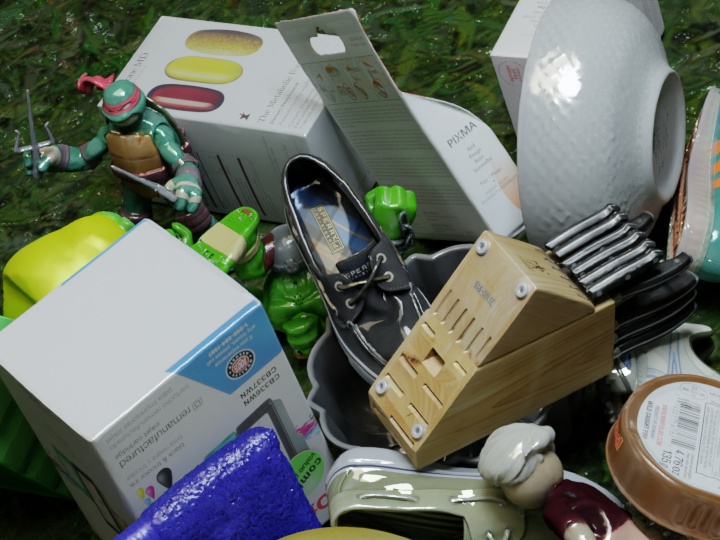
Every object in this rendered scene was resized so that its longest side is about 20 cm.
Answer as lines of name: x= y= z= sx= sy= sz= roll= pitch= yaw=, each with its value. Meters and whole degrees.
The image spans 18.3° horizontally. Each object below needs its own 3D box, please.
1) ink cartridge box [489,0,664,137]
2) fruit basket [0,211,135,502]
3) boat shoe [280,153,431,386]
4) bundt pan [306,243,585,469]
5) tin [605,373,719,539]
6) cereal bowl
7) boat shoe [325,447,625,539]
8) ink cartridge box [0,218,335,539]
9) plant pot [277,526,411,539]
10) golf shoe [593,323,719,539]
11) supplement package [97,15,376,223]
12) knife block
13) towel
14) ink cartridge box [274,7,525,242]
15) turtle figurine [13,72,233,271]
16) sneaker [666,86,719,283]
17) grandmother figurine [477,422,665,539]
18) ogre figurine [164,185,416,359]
ink cartridge box: x=0.161 y=-0.161 z=1.716 sx=0.067 sy=0.116 sz=0.201 roll=7 pitch=51 yaw=29
fruit basket: x=-0.241 y=0.047 z=1.603 sx=0.154 sy=0.216 sz=0.216 roll=6 pitch=51 yaw=27
boat shoe: x=0.000 y=0.000 z=1.522 sx=0.070 sy=0.066 sz=0.201 roll=-27 pitch=61 yaw=0
bundt pan: x=0.067 y=0.081 z=1.550 sx=0.200 sy=0.076 sz=0.203 roll=-12 pitch=44 yaw=12
tin: x=0.251 y=0.129 z=1.392 sx=0.198 sy=0.042 sz=0.112 roll=18 pitch=45 yaw=0
cereal bowl: x=0.180 y=-0.096 z=1.588 sx=0.083 sy=0.201 sz=0.201 roll=5 pitch=50 yaw=22
boat shoe: x=0.073 y=0.165 z=1.441 sx=0.198 sy=0.072 sz=0.062 roll=8 pitch=35 yaw=1
ink cartridge box: x=-0.127 y=0.104 z=1.514 sx=0.146 sy=0.201 sz=0.146 roll=-39 pitch=43 yaw=-17
plant pot: x=-0.020 y=0.238 z=1.375 sx=0.199 sy=0.201 sz=0.142 roll=-31 pitch=20 yaw=-9
golf shoe: x=0.217 y=0.104 z=1.471 sx=0.096 sy=0.079 sz=0.201 roll=-12 pitch=47 yaw=-2
supplement package: x=-0.088 y=-0.118 z=1.781 sx=0.199 sy=0.110 sz=0.114 roll=9 pitch=52 yaw=29
knife block: x=0.124 y=0.046 z=1.468 sx=0.201 sy=0.175 sz=0.064 roll=-55 pitch=48 yaw=17
towel: x=-0.105 y=0.211 z=1.443 sx=0.200 sy=0.148 sz=0.049 roll=-39 pitch=36 yaw=-18
ink cartridge box: x=0.033 y=-0.112 z=1.624 sx=0.050 sy=0.201 sz=0.162 roll=-36 pitch=15 yaw=-17
turtle figurine: x=-0.169 y=-0.075 z=1.707 sx=0.149 sy=0.201 sz=0.101 roll=13 pitch=54 yaw=32
sneaker: x=0.269 y=-0.055 z=1.613 sx=0.079 sy=0.072 sz=0.201 roll=16 pitch=42 yaw=1
grandmother figurine: x=0.151 y=0.168 z=1.373 sx=0.200 sy=0.121 sz=0.061 roll=42 pitch=94 yaw=20
ogre figurine: x=-0.047 y=-0.001 z=1.645 sx=0.199 sy=0.120 sz=0.098 roll=-27 pitch=48 yaw=-2
